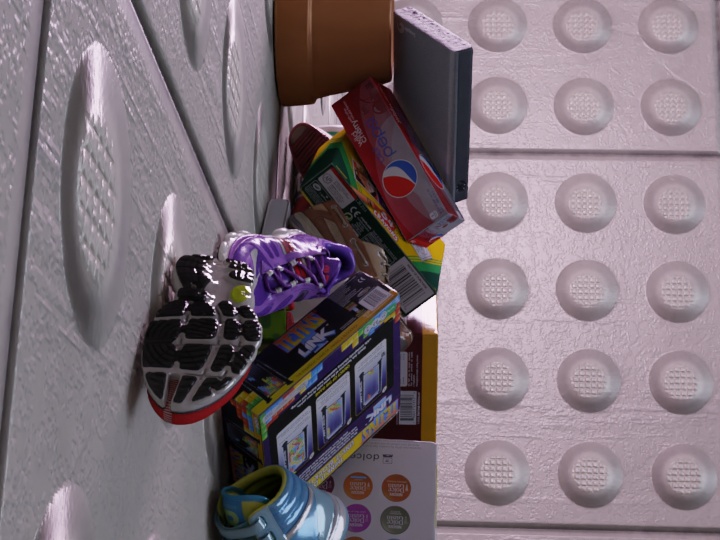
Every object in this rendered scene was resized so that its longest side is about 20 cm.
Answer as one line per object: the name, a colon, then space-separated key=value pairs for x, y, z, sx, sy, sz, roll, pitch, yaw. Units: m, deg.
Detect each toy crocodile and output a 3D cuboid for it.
toy crocodile: x=-0.088 y=0.064 z=1.372 sx=0.068 sy=0.061 sz=0.203 roll=80 pitch=12 yaw=-75

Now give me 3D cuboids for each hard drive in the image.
hard drive: x=0.086 y=-0.201 z=1.695 sx=0.140 sy=0.033 sz=0.202 roll=43 pitch=-37 yaw=47
hard drive: x=-0.095 y=0.039 z=1.598 sx=0.132 sy=0.026 sz=0.202 roll=-84 pitch=175 yaw=-61

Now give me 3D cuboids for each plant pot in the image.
plant pot: x=-0.028 y=-0.302 z=1.719 sx=0.200 sy=0.138 sz=0.203 roll=1 pitch=90 yaw=-86

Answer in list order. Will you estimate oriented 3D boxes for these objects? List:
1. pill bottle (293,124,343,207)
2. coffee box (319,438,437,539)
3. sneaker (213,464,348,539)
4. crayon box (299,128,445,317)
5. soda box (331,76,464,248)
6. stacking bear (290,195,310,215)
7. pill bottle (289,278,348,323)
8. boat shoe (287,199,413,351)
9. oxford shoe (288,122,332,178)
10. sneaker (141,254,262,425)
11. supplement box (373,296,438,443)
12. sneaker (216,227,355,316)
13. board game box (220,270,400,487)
pill bottle: x=-0.036 y=-0.085 z=1.899 sx=0.113 sy=0.111 sz=0.203 roll=82 pitch=9 yaw=-73
coffee box: x=-0.021 y=0.305 z=1.442 sx=0.201 sy=0.197 sz=0.200 roll=88 pitch=5 yaw=-56
sneaker: x=-0.099 y=0.262 z=1.225 sx=0.131 sy=0.079 sz=0.202 roll=46 pitch=60 yaw=-41
crayon box: x=0.019 y=-0.063 z=1.697 sx=0.201 sy=0.058 sz=0.173 roll=51 pitch=19 yaw=-12
soda box: x=0.045 y=-0.130 z=1.680 sx=0.201 sy=0.063 sz=0.070 roll=61 pitch=17 yaw=18
stacking bear: x=-0.039 y=-0.002 z=1.699 sx=0.122 sy=0.113 sz=0.201 roll=46 pitch=16 yaw=-22
pill bottle: x=-0.043 y=0.085 z=1.509 sx=0.201 sy=0.110 sz=0.112 roll=71 pitch=17 yaw=-51
boat shoe: x=0.000 y=0.000 z=1.547 sx=0.201 sy=0.071 sz=0.076 roll=52 pitch=-15 yaw=15
oxford shoe: x=-0.013 y=-0.118 z=1.830 sx=0.070 sy=0.200 sz=0.075 roll=-42 pitch=-179 yaw=28
sneaker: x=-0.103 y=0.060 z=0.957 sx=0.200 sy=0.076 sz=0.086 roll=-82 pitch=177 yaw=-67
supplement box: x=0.001 y=0.135 z=1.830 sx=0.133 sy=0.197 sz=0.200 roll=-86 pitch=176 yaw=-62
sneaker: x=-0.066 y=-0.002 z=1.265 sx=0.200 sy=0.082 sz=0.082 roll=-28 pitch=117 yaw=-61
board game box: x=-0.043 y=0.122 z=1.325 sx=0.200 sy=0.056 sz=0.167 roll=-39 pitch=145 yaw=-34
